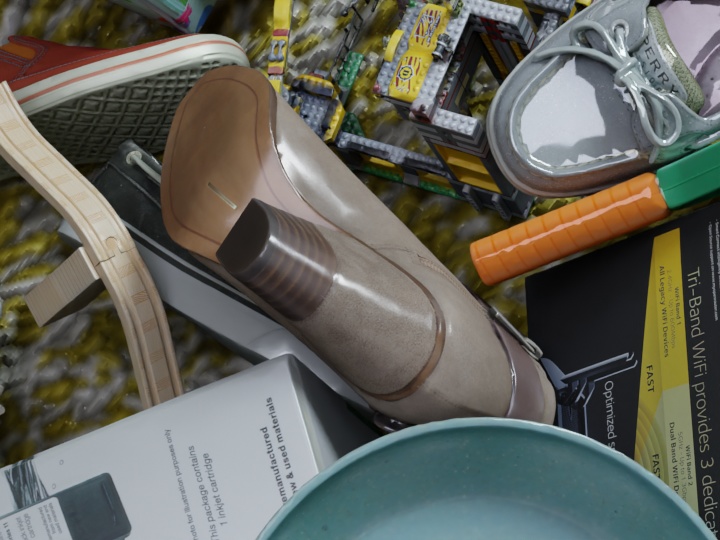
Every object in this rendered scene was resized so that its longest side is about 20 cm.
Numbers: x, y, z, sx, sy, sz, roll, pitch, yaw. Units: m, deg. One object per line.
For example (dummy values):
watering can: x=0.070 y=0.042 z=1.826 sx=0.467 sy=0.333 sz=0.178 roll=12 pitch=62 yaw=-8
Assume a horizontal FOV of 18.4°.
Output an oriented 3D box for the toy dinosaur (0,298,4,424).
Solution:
toy dinosaur: x=-0.209 y=0.086 z=0.953 sx=0.200 sy=0.077 sz=0.102 roll=-36 pitch=21 yaw=-36

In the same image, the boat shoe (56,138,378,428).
boat shoe: x=-0.046 y=0.003 z=0.967 sx=0.199 sy=0.071 sz=0.064 roll=31 pitch=84 yaw=27

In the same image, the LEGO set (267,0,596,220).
LEGO set: x=0.031 y=-0.123 z=0.958 sx=0.153 sy=0.116 sz=0.201 roll=27 pitch=81 yaw=24

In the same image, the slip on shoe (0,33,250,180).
slip on shoe: x=-0.146 y=-0.084 z=1.033 sx=0.199 sy=0.074 sz=0.062 roll=-11 pitch=65 yaw=20

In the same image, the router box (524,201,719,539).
router box: x=0.137 y=0.079 z=0.846 sx=0.157 sy=0.052 sz=0.202 roll=-22 pitch=62 yaw=47

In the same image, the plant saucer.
plant saucer: x=0.044 y=0.154 z=0.779 sx=0.198 sy=0.036 sz=0.202 roll=1 pitch=79 yaw=-3

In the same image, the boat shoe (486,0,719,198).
boat shoe: x=0.141 y=-0.092 z=0.862 sx=0.201 sy=0.065 sz=0.075 roll=-23 pitch=82 yaw=4

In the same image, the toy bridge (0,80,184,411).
toy bridge: x=-0.119 y=0.002 z=0.958 sx=0.027 sy=0.067 sz=0.201 roll=-25 pitch=84 yaw=-37

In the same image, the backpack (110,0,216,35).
backpack: x=-0.114 y=-0.210 z=0.993 sx=0.177 sy=0.200 sz=0.151 roll=34 pitch=84 yaw=25

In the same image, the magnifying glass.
magnifying glass: x=0.136 y=-0.039 z=0.850 sx=0.199 sy=0.080 sz=0.023 roll=-24 pitch=84 yaw=16

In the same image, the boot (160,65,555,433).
boot: x=0.000 y=0.000 z=0.899 sx=0.070 sy=0.146 sz=0.200 roll=-50 pitch=27 yaw=16

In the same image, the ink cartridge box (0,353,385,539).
ink cartridge box: x=-0.085 y=0.122 z=0.896 sx=0.199 sy=0.147 sz=0.084 roll=-22 pitch=67 yaw=11
